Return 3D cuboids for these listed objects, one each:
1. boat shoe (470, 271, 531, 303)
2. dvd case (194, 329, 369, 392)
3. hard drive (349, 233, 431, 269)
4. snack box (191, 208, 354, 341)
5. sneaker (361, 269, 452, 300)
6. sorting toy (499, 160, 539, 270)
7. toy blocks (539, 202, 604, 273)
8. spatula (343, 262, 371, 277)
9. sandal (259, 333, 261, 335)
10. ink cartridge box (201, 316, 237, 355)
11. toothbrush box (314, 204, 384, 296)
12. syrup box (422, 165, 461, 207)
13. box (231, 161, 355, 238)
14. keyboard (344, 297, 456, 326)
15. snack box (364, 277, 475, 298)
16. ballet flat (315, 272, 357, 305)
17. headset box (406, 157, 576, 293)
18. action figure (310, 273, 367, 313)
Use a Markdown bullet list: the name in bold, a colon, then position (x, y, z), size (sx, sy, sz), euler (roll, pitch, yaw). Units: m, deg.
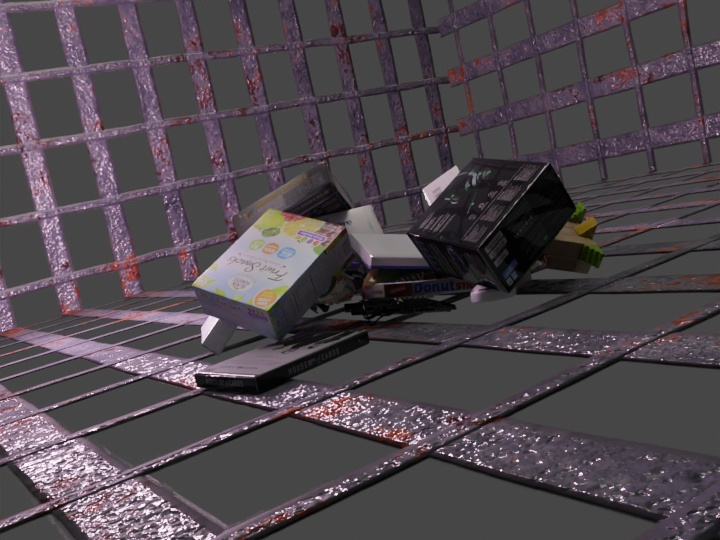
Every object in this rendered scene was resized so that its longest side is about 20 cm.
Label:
- **boat shoe**: position (0.220, 0.002, 1.232), size (0.071, 0.067, 0.199), euler (-9, 7, 33)
- **dvd case**: position (-0.106, 0.120, 1.070), size (0.198, 0.025, 0.149), euler (-20, 9, -42)
- **hard drive**: position (0.090, -0.033, 1.357), size (0.196, 0.026, 0.132), euler (1, 19, -19)
- **snack box**: position (-0.132, 0.000, 1.212), size (0.166, 0.069, 0.201), euler (14, 49, 35)
- **sneaker**: position (0.089, 0.017, 1.336), size (0.088, 0.069, 0.199), euler (5, 13, 33)
- **sorting toy**: position (0.288, -0.116, 1.469), size (0.069, 0.201, 0.199), euler (-36, 0, 15)
- **toy blocks**: position (0.289, -0.063, 1.270), size (0.134, 0.102, 0.201), euler (8, 29, -11)
- **spatula**: position (0.000, 0.000, 1.315), size (0.055, 0.021, 0.200), euler (7, 4, 10)
- **sandal**: position (-0.158, 0.071, 1.400), size (0.053, 0.084, 0.200), euler (6, 4, -14)
- **ink cartridge box**: position (-0.209, 0.041, 1.376), size (0.202, 0.040, 0.199), euler (-56, 11, -5)
- **toothbrush box**: position (-0.044, -0.024, 1.517), size (0.144, 0.086, 0.201), euler (-14, -28, -19)
- **syrup box**: position (0.205, -0.100, 1.472), size (0.081, 0.080, 0.199), euler (-33, -39, 16)
- **box**: position (-0.119, -0.101, 1.459), size (0.198, 0.049, 0.158), euler (-31, -25, 8)
- **keyboard**: position (0.048, 0.069, 1.225), size (0.103, 0.041, 0.198), euler (13, -14, -39)
- **snack box**: position (0.109, 0.028, 1.267), size (0.196, 0.025, 0.072), euler (-4, -1, -26)
- **ballet flat**: position (-0.080, 0.033, 1.307), size (0.063, 0.077, 0.198), euler (22, -11, -36)
- **headset box**: position (0.188, -0.075, 1.183), size (0.175, 0.093, 0.199), euler (-48, 29, -15)
- **action figure**: position (-0.046, 0.033, 1.442), size (0.196, 0.071, 0.130), euler (-6, -12, -20)
